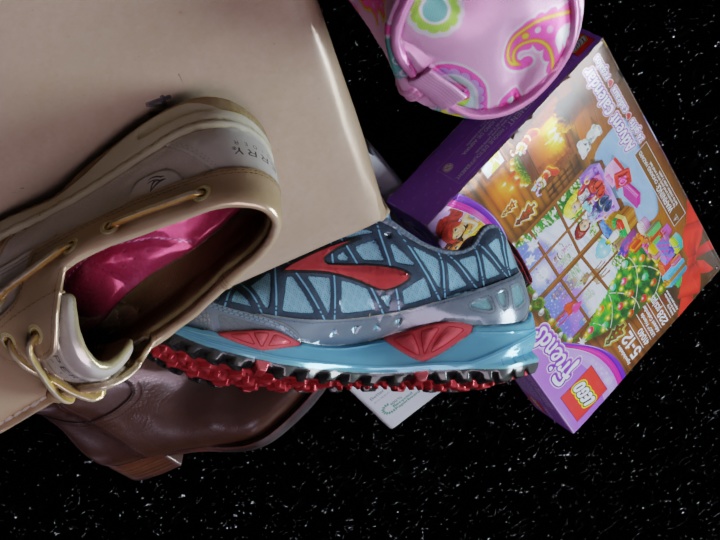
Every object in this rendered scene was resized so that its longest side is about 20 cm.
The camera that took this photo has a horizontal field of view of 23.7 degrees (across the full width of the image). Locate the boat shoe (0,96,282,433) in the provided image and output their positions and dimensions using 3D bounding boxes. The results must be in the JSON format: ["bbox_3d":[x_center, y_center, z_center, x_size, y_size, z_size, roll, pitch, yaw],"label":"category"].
[{"bbox_3d":[-0.113,0.014,0.680,0.200,0.069,0.074,-40,132,12],"label":"boat shoe"}]

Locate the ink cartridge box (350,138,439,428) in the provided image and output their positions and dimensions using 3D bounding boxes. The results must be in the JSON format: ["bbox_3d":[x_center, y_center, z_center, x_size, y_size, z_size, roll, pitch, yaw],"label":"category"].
[{"bbox_3d":[0.000,0.000,0.931,0.099,0.039,0.200,-37,134,6],"label":"ink cartridge box"}]

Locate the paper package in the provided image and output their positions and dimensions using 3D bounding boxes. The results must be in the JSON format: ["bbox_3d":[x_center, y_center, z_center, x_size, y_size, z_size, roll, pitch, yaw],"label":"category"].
[{"bbox_3d":[-0.108,-0.080,0.721,0.190,0.104,0.200,-24,134,-5],"label":"paper package"}]

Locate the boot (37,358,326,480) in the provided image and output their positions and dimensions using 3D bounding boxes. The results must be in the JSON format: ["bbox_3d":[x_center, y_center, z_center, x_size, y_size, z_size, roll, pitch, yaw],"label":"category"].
[{"bbox_3d":[-0.132,0.030,0.853,0.186,0.064,0.200,-31,133,28],"label":"boot"}]

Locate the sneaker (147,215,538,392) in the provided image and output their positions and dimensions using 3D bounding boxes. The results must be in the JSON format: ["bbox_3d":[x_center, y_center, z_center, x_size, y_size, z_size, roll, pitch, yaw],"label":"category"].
[{"bbox_3d":[-0.014,0.010,0.821,0.199,0.096,0.079,2,168,-20],"label":"sneaker"}]

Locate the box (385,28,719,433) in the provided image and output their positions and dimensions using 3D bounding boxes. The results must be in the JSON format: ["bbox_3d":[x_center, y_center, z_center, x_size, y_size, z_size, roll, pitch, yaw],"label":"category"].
[{"bbox_3d":[0.113,-0.019,0.941,0.137,0.039,0.200,-47,133,-9],"label":"box"}]

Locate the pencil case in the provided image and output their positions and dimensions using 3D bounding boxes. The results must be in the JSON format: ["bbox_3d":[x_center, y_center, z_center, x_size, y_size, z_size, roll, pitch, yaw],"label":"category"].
[{"bbox_3d":[0.018,-0.139,0.721,0.087,0.200,0.088,-11,125,-17],"label":"pencil case"}]
